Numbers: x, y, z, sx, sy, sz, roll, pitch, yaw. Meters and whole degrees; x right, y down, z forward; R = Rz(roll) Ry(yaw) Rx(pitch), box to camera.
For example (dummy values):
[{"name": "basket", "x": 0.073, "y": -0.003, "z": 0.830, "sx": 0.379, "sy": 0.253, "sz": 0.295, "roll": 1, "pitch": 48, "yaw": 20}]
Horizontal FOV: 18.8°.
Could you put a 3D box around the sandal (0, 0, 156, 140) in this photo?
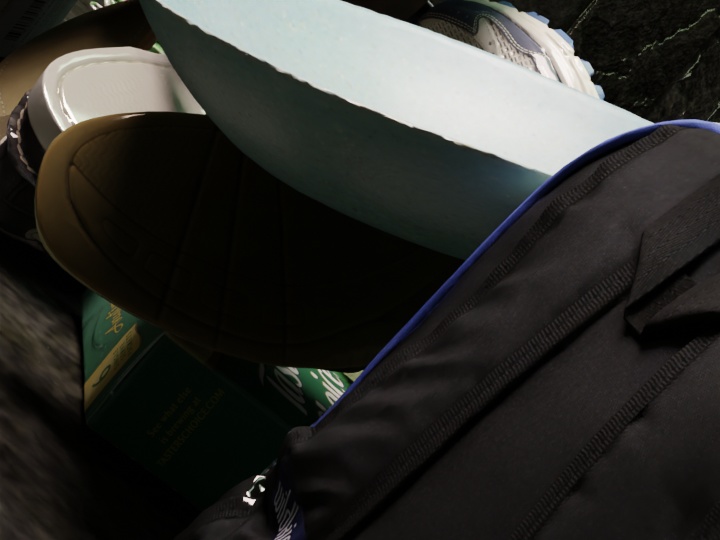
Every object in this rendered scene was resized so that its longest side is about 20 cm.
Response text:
[{"name": "sandal", "x": -0.114, "y": -0.053, "z": 0.913, "sx": 0.212, "sy": 0.077, "sz": 0.070, "roll": -91, "pitch": 163, "yaw": -70}]

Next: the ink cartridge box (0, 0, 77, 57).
[{"name": "ink cartridge box", "x": -0.163, "y": -0.178, "z": 0.974, "sx": 0.083, "sy": 0.146, "sz": 0.200, "roll": 40, "pitch": 8, "yaw": 4}]

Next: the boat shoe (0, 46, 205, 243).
[{"name": "boat shoe", "x": -0.057, "y": -0.042, "z": 0.817, "sx": 0.199, "sy": 0.060, "sz": 0.074, "roll": -10, "pitch": 65, "yaw": -51}]

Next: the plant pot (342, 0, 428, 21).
[{"name": "plant pot", "x": -0.013, "y": -0.181, "z": 0.958, "sx": 0.200, "sy": 0.200, "sz": 0.175, "roll": 42, "pitch": -30, "yaw": 8}]

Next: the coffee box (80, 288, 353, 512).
[{"name": "coffee box", "x": -0.007, "y": 0.073, "z": 0.741, "sx": 0.200, "sy": 0.044, "sz": 0.123, "roll": 39, "pitch": 9, "yaw": -16}]

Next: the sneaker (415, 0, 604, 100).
[{"name": "sneaker", "x": 0.061, "y": -0.029, "z": 0.880, "sx": 0.085, "sy": 0.077, "sz": 0.201, "roll": -10, "pitch": 61, "yaw": -31}]

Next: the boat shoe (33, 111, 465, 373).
[{"name": "boat shoe", "x": -0.012, "y": 0.001, "z": 0.690, "sx": 0.199, "sy": 0.072, "sz": 0.066, "roll": 11, "pitch": -11, "yaw": -20}]

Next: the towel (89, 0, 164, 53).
[{"name": "towel", "x": -0.059, "y": -0.076, "z": 1.223, "sx": 0.200, "sy": 0.023, "sz": 0.153, "roll": 37, "pitch": -8, "yaw": 12}]

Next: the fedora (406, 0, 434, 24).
[{"name": "fedora", "x": -0.029, "y": -0.061, "z": 1.076, "sx": 0.200, "sy": 0.201, "sz": 0.092, "roll": 42, "pitch": 38, "yaw": 3}]

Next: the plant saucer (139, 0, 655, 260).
[{"name": "plant saucer", "x": 0.023, "y": -0.036, "z": 0.619, "sx": 0.200, "sy": 0.039, "sz": 0.201, "roll": 20, "pitch": 12, "yaw": -5}]

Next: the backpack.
[{"name": "backpack", "x": 0.065, "y": 0.079, "z": 0.492, "sx": 0.147, "sy": 0.200, "sz": 0.183, "roll": 35, "pitch": 9, "yaw": -36}]

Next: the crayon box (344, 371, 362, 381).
[{"name": "crayon box", "x": 0.000, "y": 0.000, "z": 0.903, "sx": 0.126, "sy": 0.052, "sz": 0.200, "roll": 42, "pitch": 43, "yaw": 1}]
